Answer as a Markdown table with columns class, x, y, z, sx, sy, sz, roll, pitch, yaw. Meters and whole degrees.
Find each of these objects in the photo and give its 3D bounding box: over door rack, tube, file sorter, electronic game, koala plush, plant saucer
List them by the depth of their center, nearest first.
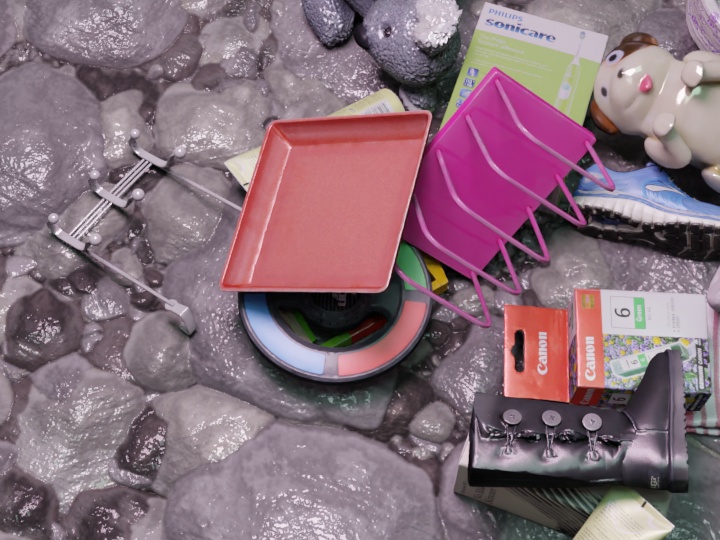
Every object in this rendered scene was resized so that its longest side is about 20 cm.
| class | x | y | z | sx | sy | sz | roll | pitch | yaw |
| --- | --- | --- | --- | --- | --- | --- | --- | --- | --- |
| tube | 0.198 | 0.286 | 1.359 | 0.058 | 0.052 | 0.200 | 38 | 94 | 2 |
| file sorter | 0.132 | -0.064 | 1.474 | 0.139 | 0.200 | 0.126 | 30 | 24 | -26 |
| plant saucer | -0.028 | -0.061 | 1.492 | 0.199 | 0.037 | 0.200 | -1 | 63 | 33 |
| electronic game | -0.026 | 0.025 | 1.525 | 0.199 | 0.042 | 0.201 | 1 | 61 | -2 |
| over door rack | -0.210 | -0.051 | 1.570 | 0.200 | 0.067 | 0.148 | 34 | 66 | 16 |
| tube | -0.044 | -0.133 | 1.615 | 0.200 | 0.058 | 0.052 | -30 | 111 | -22 |
| koala plush | 0.053 | -0.286 | 1.657 | 0.183 | 0.178 | 0.201 | -8 | 57 | -18 |

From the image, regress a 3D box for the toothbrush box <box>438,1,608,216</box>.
| class | x | y | z | sx | sy | sz | roll | pitch | yaw |
| --- | --- | --- | --- | --- | --- | --- | --- | --- | --- |
| toothbrush box | 0.175 | -0.178 | 1.645 | 0.145 | 0.086 | 0.201 | 16 | 62 | 7 |

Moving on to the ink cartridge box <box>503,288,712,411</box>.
| class | x | y | z | sx | sy | sz | roll | pitch | yaw |
| --- | --- | --- | --- | --- | --- | --- | --- | --- | --- |
| ink cartridge box | 0.245 | 0.077 | 1.494 | 0.199 | 0.050 | 0.109 | 3 | 64 | -2 |

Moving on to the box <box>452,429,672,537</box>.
| class | x | y | z | sx | sy | sz | roll | pitch | yaw |
| --- | --- | --- | --- | --- | --- | --- | --- | --- | --- |
| box | 0.193 | 0.205 | 1.436 | 0.199 | 0.082 | 0.069 | 19 | 63 | 10 |

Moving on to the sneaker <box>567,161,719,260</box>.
| class | x | y | z | sx | sy | sz | roll | pitch | yaw |
| --- | --- | --- | --- | --- | --- | --- | --- | --- | --- |
| sneaker | 0.327 | -0.074 | 1.597 | 0.199 | 0.079 | 0.089 | 15 | 64 | 6 |

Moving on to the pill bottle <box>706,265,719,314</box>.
| class | x | y | z | sx | sy | sz | roll | pitch | yaw |
| --- | --- | --- | --- | --- | --- | --- | --- | --- | --- |
| pill bottle | 0.461 | 0.042 | 1.510 | 0.200 | 0.113 | 0.113 | 33 | 64 | 2 |

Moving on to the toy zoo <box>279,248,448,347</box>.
| class | x | y | z | sx | sy | sz | roll | pitch | yaw |
| --- | --- | --- | --- | --- | --- | --- | --- | --- | --- |
| toy zoo | 0.000 | 0.000 | 1.576 | 0.199 | 0.020 | 0.131 | -29 | 66 | -16 |

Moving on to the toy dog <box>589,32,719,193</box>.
| class | x | y | z | sx | sy | sz | roll | pitch | yaw |
| --- | --- | --- | --- | --- | --- | --- | --- | --- | --- |
| toy dog | 0.345 | -0.176 | 1.584 | 0.199 | 0.194 | 0.140 | 25 | 106 | 2 |

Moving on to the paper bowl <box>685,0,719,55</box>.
| class | x | y | z | sx | sy | sz | roll | pitch | yaw |
| --- | --- | --- | --- | --- | --- | --- | --- | --- | --- |
| paper bowl | 0.473 | -0.292 | 1.709 | 0.200 | 0.104 | 0.202 | 1 | 61 | -2 |

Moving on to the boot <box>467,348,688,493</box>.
| class | x | y | z | sx | sy | sz | roll | pitch | yaw |
| --- | --- | --- | --- | --- | --- | --- | --- | --- | --- |
| boot | 0.202 | 0.135 | 1.400 | 0.199 | 0.066 | 0.165 | -1 | 38 | 10 |

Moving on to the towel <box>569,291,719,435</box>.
| class | x | y | z | sx | sy | sz | roll | pitch | yaw |
| --- | --- | --- | --- | --- | --- | --- | --- | --- | --- |
| towel | 0.312 | 0.094 | 1.531 | 0.199 | 0.030 | 0.147 | 5 | 61 | 0 |
